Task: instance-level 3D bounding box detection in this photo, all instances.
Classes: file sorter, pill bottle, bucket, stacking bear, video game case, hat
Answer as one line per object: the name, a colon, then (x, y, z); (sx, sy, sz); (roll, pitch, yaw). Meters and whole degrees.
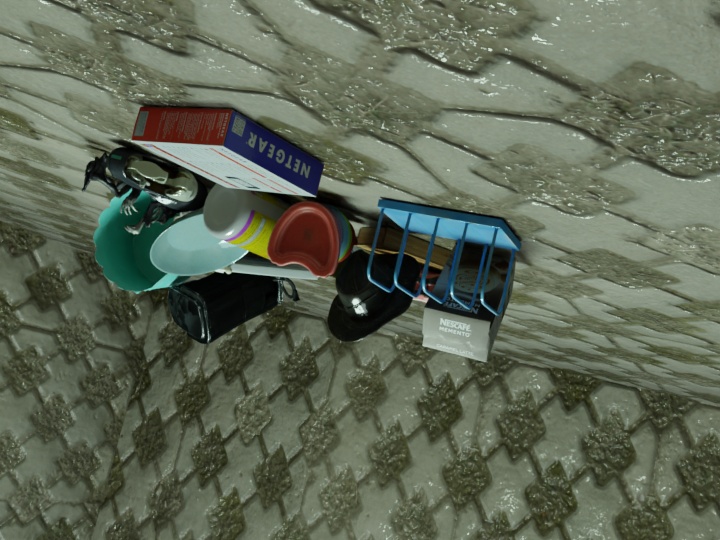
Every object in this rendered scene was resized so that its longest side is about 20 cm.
file sorter: (0.124, -0.018, 1.469); (0.197, 0.125, 0.139); (12, 172, 23)
pill bottle: (-0.167, -0.080, 1.646); (0.103, 0.106, 0.199); (8, 170, 39)
bucket: (-0.422, -0.058, 1.948); (0.203, 0.212, 0.135); (12, 180, 18)
stacking bear: (-0.062, -0.055, 1.622); (0.119, 0.116, 0.200); (16, -176, 14)
video game case: (-0.202, -0.034, 1.975); (0.196, 0.024, 0.182); (6, -159, -25)
hat: (0.005, 0.020, 1.613); (0.199, 0.202, 0.081); (5, 140, 51)

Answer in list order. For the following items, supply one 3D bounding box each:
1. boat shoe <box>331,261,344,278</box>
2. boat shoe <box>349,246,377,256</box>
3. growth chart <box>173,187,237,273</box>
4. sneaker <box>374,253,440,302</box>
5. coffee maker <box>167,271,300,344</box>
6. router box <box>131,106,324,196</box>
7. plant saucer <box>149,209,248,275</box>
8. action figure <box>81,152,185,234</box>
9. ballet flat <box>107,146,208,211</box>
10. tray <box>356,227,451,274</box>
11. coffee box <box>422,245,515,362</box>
boat shoe: (0.011, 0.003, 2.016); (0.196, 0.075, 0.066); (12, 167, 20)
boat shoe: (0.000, 0.000, 1.847); (0.070, 0.092, 0.200); (21, -175, -2)
growth chart: (-0.282, -0.074, 1.794); (0.142, 0.018, 0.202); (21, 130, -6)
sneaker: (0.089, 0.025, 1.765); (0.197, 0.075, 0.087); (19, 175, -19)
coffee maker: (-0.265, 0.051, 1.962); (0.199, 0.137, 0.190); (-30, -166, -40)
router box: (-0.176, -0.159, 1.305); (0.177, 0.050, 0.199); (9, 170, 36)
plant saucer: (-0.283, -0.060, 1.729); (0.197, 0.039, 0.202); (-17, 152, -9)
action figure: (-0.389, -0.126, 1.689); (0.198, 0.103, 0.119); (25, -170, -25)
ballet flat: (-0.326, -0.149, 1.605); (0.198, 0.074, 0.072); (24, 168, -38)
tray: (0.099, -0.031, 1.753); (0.197, 0.038, 0.098); (18, 172, -30)
coffee box: (0.181, 0.050, 1.592); (0.112, 0.081, 0.201); (11, -146, 14)
